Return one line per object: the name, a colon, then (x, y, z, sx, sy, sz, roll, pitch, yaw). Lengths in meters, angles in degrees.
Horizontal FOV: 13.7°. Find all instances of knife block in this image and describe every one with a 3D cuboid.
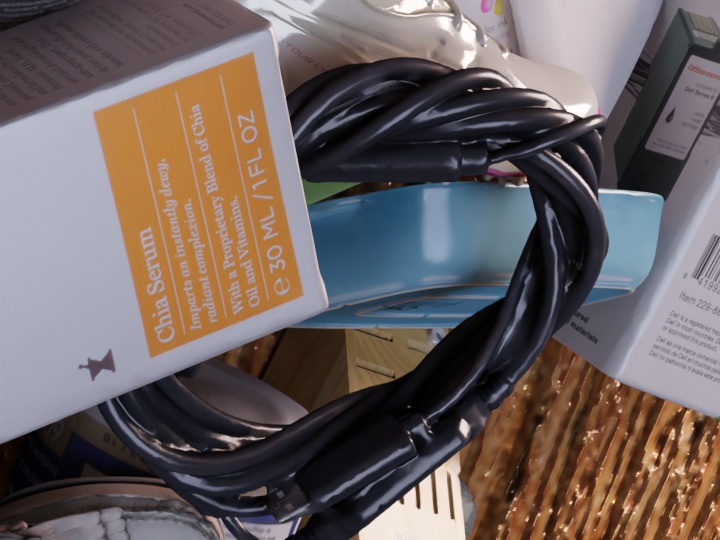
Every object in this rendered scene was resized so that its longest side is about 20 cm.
knife block: (-0.039, 0.121, 1.239, 0.064, 0.201, 0.175, 20, 146, -41)

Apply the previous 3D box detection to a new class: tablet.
tablet: (0.083, -0.147, 1.154, 0.200, 0.014, 0.130, 75, 33, -41)

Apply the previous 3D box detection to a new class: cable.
cable: (0.000, 0.000, 1.039, 0.200, 0.051, 0.163, -38, 123, -2)

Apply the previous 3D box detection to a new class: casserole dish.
casserole dish: (0.037, -0.003, 1.164, 0.200, 0.121, 0.039, 3, 76, -51)

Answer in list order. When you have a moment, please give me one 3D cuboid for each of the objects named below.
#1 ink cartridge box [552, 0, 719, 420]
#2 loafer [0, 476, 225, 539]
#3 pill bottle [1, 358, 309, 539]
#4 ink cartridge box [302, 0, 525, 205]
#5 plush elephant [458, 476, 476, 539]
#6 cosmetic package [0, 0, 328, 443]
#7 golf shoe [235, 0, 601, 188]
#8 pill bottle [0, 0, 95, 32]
ink cartridge box: (0.175, -0.039, 1.281, 0.146, 0.084, 0.201, 22, 99, -41)
loafer: (-0.141, 0.123, 1.053, 0.199, 0.063, 0.072, -11, 103, -9)
pill bottle: (-0.098, 0.135, 1.160, 0.111, 0.111, 0.201, 12, 105, -39)
ink cartridge box: (-0.009, -0.137, 1.111, 0.117, 0.067, 0.201, -25, 125, -22)
plush elephant: (0.060, 0.206, 1.278, 0.165, 0.155, 0.200, 37, 89, -41)
cosmetic package: (-0.118, -0.007, 0.903, 0.199, 0.071, 0.102, -23, 119, -20)
golf shoe: (0.011, -0.082, 1.063, 0.199, 0.075, 0.092, 5, 109, -36)
pill bottle: (-0.113, -0.133, 0.940, 0.113, 0.200, 0.114, 3, 76, -11)
